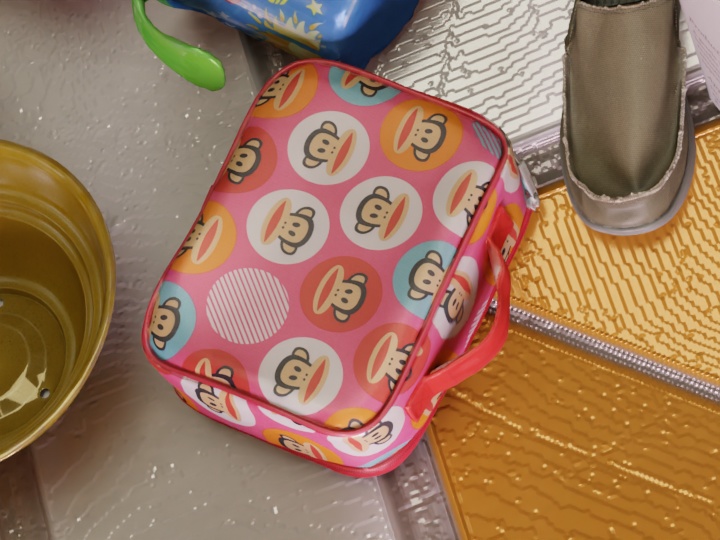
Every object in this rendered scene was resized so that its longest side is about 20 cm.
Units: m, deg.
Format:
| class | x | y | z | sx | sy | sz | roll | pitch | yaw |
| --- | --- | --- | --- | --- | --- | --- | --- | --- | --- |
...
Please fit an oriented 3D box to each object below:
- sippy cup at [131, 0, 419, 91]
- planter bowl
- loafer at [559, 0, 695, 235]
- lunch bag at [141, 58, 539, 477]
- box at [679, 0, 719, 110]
| class | x | y | z | sx | sy | sz | roll | pitch | yaw |
| --- | --- | --- | --- | --- | --- | --- | --- | --- | --- |
| sippy cup | -0.034 | -0.178 | 1.549 | 0.130 | 0.140 | 0.178 | 34 | 101 | 18 |
| planter bowl | -0.212 | 0.035 | 1.519 | 0.200 | 0.083 | 0.201 | -7 | 64 | 14 |
| loafer | 0.135 | -0.114 | 1.493 | 0.075 | 0.070 | 0.201 | -6 | 64 | 14 |
| lunch bag | 0.000 | 0.000 | 1.473 | 0.176 | 0.082 | 0.200 | 21 | 72 | 24 |
| box | 0.290 | -0.119 | 1.390 | 0.200 | 0.171 | 0.199 | -37 | 61 | -2 |
